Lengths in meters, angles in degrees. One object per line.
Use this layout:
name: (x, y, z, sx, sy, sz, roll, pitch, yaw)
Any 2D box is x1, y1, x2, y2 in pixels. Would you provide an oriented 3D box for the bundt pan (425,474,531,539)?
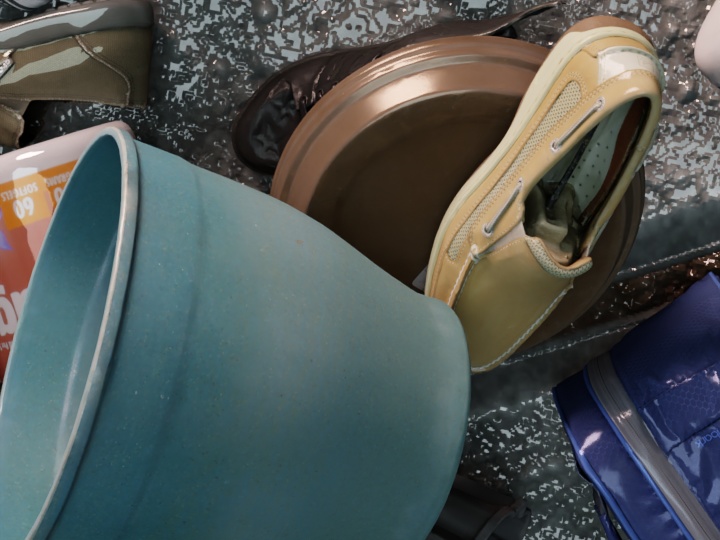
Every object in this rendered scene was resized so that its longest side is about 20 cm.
bundt pan: (0.011, 0.195, 0.853, 0.075, 0.201, 0.204, 30, 104, 19)

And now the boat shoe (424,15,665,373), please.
boat shoe: (0.084, -0.020, 0.741, 0.071, 0.077, 0.201, 11, 125, -16)

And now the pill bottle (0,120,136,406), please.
pill bottle: (-0.148, 0.029, 0.853, 0.111, 0.112, 0.202, -17, 96, 7)

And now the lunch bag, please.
lunch bag: (0.196, 0.122, 0.845, 0.132, 0.136, 0.201, -34, 99, 11)

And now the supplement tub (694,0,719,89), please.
supplement tub: (0.286, -0.099, 0.785, 0.199, 0.146, 0.146, 38, 102, -5)

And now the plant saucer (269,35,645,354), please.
plant saucer: (0.052, -0.025, 0.800, 0.197, 0.030, 0.202, -3, 126, -5)

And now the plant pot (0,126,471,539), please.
plant pot: (-0.057, 0.058, 0.728, 0.186, 0.200, 0.202, 17, 104, -21)

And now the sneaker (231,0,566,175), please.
sneaker: (0.018, -0.095, 0.825, 0.198, 0.104, 0.061, -19, 101, 8)

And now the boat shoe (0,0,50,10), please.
boat shoe: (-0.250, -0.199, 0.846, 0.200, 0.072, 0.071, 41, 109, 6)

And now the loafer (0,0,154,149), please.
loafer: (-0.205, -0.099, 0.854, 0.197, 0.075, 0.071, -12, 97, 6)

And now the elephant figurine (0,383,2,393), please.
elephant figurine: (-0.246, 0.077, 0.852, 0.200, 0.141, 0.155, -49, 114, -13)
